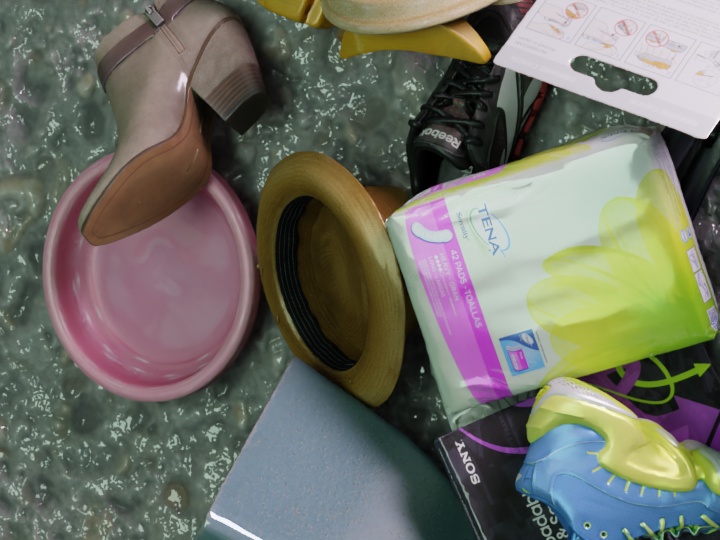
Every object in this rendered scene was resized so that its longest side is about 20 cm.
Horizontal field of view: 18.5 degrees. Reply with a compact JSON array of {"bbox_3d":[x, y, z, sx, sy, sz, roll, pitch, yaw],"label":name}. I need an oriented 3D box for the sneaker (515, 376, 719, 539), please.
[{"bbox_3d":[0.193,0.156,1.476,0.200,0.076,0.105,27,89,3],"label":"sneaker"}]

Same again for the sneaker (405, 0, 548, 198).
[{"bbox_3d":[0.082,-0.114,1.580,0.071,0.098,0.201,18,99,28],"label":"sneaker"}]

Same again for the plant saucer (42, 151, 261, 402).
[{"bbox_3d":[-0.158,0.002,1.746,0.200,0.051,0.201,2,94,29],"label":"plant saucer"}]

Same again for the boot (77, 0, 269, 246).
[{"bbox_3d":[-0.164,-0.126,1.699,0.200,0.070,0.146,-38,53,-6],"label":"boot"}]

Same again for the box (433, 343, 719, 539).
[{"bbox_3d":[0.169,0.143,1.525,0.200,0.036,0.143,-23,81,-6],"label":"box"}]

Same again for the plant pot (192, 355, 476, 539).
[{"bbox_3d":[-0.024,0.224,1.593,0.200,0.196,0.196,28,128,-1],"label":"plant pot"}]

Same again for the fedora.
[{"bbox_3d":[0.000,0.000,1.623,0.201,0.082,0.201,35,135,43],"label":"fedora"}]

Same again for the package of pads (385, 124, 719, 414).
[{"bbox_3d":[0.130,-0.004,1.507,0.200,0.068,0.155,-17,96,17],"label":"package of pads"}]

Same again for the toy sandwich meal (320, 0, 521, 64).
[{"bbox_3d":[0.060,-0.202,1.547,0.205,0.205,0.070,-5,126,29],"label":"toy sandwich meal"}]

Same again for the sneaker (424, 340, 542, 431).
[{"bbox_3d":[0.096,0.114,1.584,0.078,0.099,0.200,-33,78,28],"label":"sneaker"}]

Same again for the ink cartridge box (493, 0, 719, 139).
[{"bbox_3d":[0.206,-0.172,1.472,0.162,0.057,0.200,22,66,25],"label":"ink cartridge box"}]

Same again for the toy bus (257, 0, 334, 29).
[{"bbox_3d":[-0.028,-0.284,1.641,0.065,0.078,0.200,25,104,25],"label":"toy bus"}]

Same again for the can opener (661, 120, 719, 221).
[{"bbox_3d":[0.228,-0.080,1.520,0.063,0.079,0.200,32,118,-3],"label":"can opener"}]
